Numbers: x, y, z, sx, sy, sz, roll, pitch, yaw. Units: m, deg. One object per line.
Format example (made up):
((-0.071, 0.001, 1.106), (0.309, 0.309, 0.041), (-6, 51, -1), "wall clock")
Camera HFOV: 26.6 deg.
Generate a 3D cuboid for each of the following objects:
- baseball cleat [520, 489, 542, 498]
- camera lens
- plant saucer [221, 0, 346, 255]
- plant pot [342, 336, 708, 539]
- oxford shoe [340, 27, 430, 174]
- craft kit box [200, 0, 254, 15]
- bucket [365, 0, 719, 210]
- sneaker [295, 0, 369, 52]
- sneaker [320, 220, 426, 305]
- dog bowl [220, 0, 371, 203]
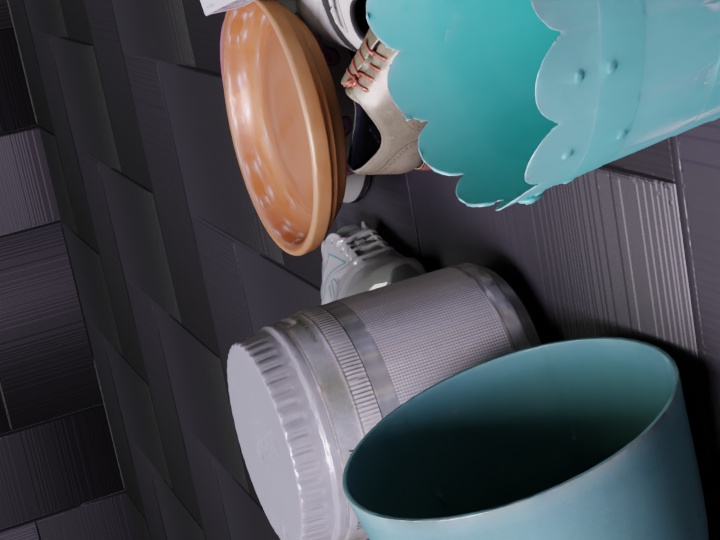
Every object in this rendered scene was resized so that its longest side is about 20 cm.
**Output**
((0.150, 0.215, 0.989), (0.200, 0.106, 0.070), (48, -161, -2), "baseball cleat")
((0.025, 0.092, 1.046), (0.160, 0.198, 0.161), (164, 90, -72), "camera lens")
((-0.056, -0.113, 1.151), (0.200, 0.037, 0.202), (165, 90, -72), "plant saucer")
((0.109, 0.157, 0.877), (0.200, 0.199, 0.162), (24, 137, 67), "plant pot")
((0.026, -0.142, 1.049), (0.071, 0.074, 0.201), (-124, 25, -43), "oxford shoe")
((-0.067, -0.294, 1.012), (0.199, 0.048, 0.199), (-15, 99, 49), "craft kit box")
((0.096, -0.144, 0.742), (0.207, 0.134, 0.209), (165, 90, -71), "bucket")
((0.006, -0.241, 1.063), (0.088, 0.075, 0.201), (39, 146, 32), "sneaker")
((0.000, 0.000, 1.258), (0.200, 0.070, 0.081), (165, 92, -73), "sneaker")
((-0.060, -0.148, 1.306), (0.200, 0.073, 0.202), (165, 90, -72), "dog bowl")
